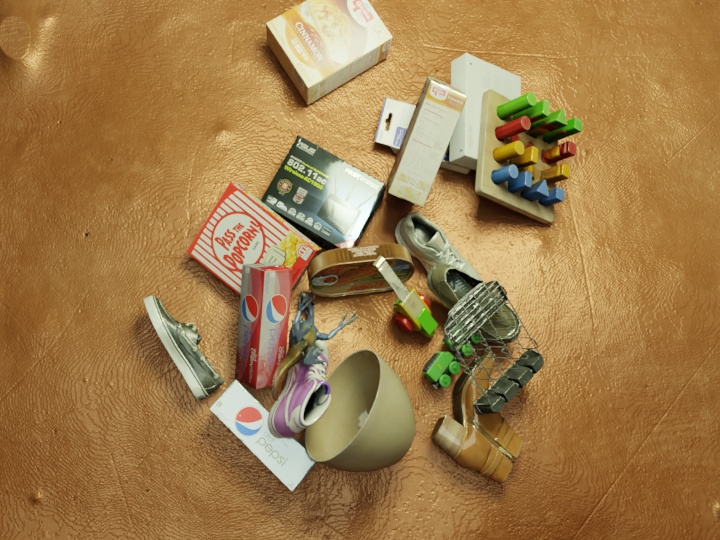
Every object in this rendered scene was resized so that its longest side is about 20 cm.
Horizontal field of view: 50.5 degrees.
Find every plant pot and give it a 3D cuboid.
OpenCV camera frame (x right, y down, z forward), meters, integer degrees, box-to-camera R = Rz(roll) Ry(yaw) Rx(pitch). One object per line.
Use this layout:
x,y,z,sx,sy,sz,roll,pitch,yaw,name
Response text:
0.016,0.256,1.289,0.133,0.199,0.204,35,75,-24,plant pot

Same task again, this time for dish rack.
0.220,0.127,1.296,0.153,0.054,0.202,-39,105,-21,dish rack

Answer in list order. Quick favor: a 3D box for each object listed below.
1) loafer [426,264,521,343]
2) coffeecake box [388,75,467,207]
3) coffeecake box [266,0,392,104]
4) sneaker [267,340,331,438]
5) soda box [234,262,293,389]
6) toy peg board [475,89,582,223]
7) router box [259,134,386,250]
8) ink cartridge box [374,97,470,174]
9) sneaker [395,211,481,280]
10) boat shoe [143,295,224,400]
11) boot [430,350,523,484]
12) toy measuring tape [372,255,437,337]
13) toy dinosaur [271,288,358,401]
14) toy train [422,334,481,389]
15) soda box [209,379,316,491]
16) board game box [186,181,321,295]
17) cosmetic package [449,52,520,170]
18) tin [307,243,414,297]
0.205,0.060,1.349,0.198,0.070,0.076,34,76,-5,loafer
0.117,-0.236,1.373,0.071,0.154,0.204,21,106,-4,coffeecake box
-0.061,-0.447,1.480,0.198,0.073,0.155,-33,81,-12,coffeecake box
-0.075,0.188,1.293,0.072,0.113,0.203,39,47,-22,sneaker
-0.166,0.093,1.307,0.069,0.062,0.206,-6,104,-48,soda box
0.322,-0.220,1.415,0.196,0.097,0.205,17,72,-32,toy peg board
-0.069,-0.134,1.419,0.197,0.062,0.152,28,75,2,router box
0.129,-0.262,1.483,0.195,0.037,0.097,16,77,-4,ink cartridge box
0.146,-0.028,1.401,0.199,0.092,0.076,40,76,3,sneaker
-0.309,0.126,1.336,0.063,0.071,0.203,-31,90,-11,boat shoe
0.231,0.259,1.354,0.153,0.077,0.203,32,69,-3,boot
0.072,0.049,1.366,0.074,0.073,0.201,-47,118,-14,toy measuring tape
-0.106,0.102,1.308,0.199,0.181,0.106,-40,101,-6,toy dinosaur
0.184,0.125,1.391,0.056,0.042,0.201,41,76,-10,toy train
-0.167,0.284,1.313,0.200,0.064,0.068,43,76,4,soda box
-0.191,-0.036,1.366,0.198,0.046,0.153,37,100,4,board game box
0.240,-0.292,1.459,0.148,0.051,0.206,12,74,-36,cosmetic package
0.000,0.000,1.368,0.194,0.113,0.043,-6,55,-13,tin
